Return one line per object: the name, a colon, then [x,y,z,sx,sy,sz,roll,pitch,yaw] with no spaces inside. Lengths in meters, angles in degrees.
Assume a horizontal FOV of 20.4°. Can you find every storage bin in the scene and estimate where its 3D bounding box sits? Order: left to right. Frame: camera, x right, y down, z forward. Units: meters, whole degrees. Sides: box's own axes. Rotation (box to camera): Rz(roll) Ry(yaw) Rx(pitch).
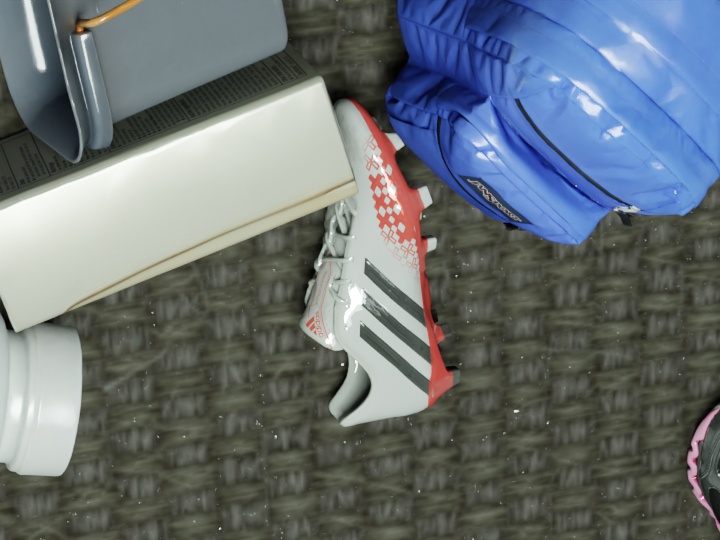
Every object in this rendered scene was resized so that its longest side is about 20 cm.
storage bin: [-0.118,-0.175,1.022,0.133,0.145,0.202,-20,115,-20]

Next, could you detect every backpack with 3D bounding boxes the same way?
backpack: [0.120,-0.101,1.069,0.162,0.200,0.169,33,86,-27]

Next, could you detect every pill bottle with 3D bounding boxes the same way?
pill bottle: [-0.254,0.062,1.071,0.198,0.112,0.113,6,107,-20]

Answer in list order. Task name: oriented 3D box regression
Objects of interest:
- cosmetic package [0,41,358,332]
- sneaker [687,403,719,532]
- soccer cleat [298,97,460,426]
cosmetic package: [-0.113,-0.051,1.080,0.198,0.104,0.074,-23,115,-7]
sneaker: [0.267,0.177,1.288,0.078,0.095,0.202,-18,112,-8]
soccer cleat: [0.000,0.000,1.155,0.084,0.069,0.202,-21,119,-14]
